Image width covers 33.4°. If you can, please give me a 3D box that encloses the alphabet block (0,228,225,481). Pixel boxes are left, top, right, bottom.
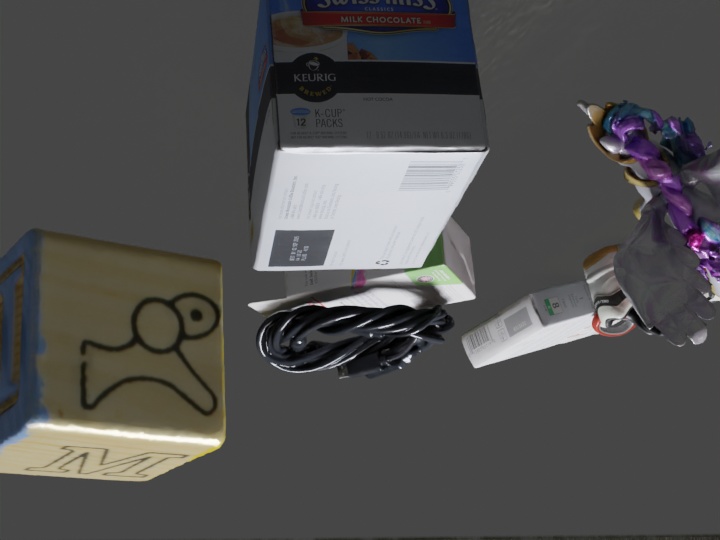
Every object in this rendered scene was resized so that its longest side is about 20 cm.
[{"bbox_3d":[-0.262,0.091,1.173,0.198,0.198,0.196,11,157,-33],"label":"alphabet block"}]

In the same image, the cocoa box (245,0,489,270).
[{"bbox_3d":[-0.006,-0.096,0.804,0.132,0.133,0.200,-1,159,-10],"label":"cocoa box"}]

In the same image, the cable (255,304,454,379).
[{"bbox_3d":[-0.004,0.059,1.159,0.162,0.051,0.199,17,154,-39],"label":"cable"}]

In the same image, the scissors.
[{"bbox_3d":[0.337,0.049,1.376,0.199,0.014,0.074,8,119,-44],"label":"scissors"}]

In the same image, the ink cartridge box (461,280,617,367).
[{"bbox_3d":[0.239,0.051,1.403,0.198,0.051,0.161,-15,166,-30],"label":"ink cartridge box"}]

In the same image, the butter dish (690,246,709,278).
[{"bbox_3d":[0.418,-0.008,1.103,0.199,0.201,0.148,14,130,-43],"label":"butter dish"}]

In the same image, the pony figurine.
[{"bbox_3d":[0.258,-0.046,0.946,0.167,0.193,0.200,-45,148,10],"label":"pony figurine"}]

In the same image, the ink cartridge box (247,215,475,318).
[{"bbox_3d":[0.000,0.000,1.155,0.198,0.068,0.117,-12,160,17],"label":"ink cartridge box"}]

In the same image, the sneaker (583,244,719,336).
[{"bbox_3d":[0.324,0.030,1.273,0.198,0.089,0.076,3,157,-23],"label":"sneaker"}]
